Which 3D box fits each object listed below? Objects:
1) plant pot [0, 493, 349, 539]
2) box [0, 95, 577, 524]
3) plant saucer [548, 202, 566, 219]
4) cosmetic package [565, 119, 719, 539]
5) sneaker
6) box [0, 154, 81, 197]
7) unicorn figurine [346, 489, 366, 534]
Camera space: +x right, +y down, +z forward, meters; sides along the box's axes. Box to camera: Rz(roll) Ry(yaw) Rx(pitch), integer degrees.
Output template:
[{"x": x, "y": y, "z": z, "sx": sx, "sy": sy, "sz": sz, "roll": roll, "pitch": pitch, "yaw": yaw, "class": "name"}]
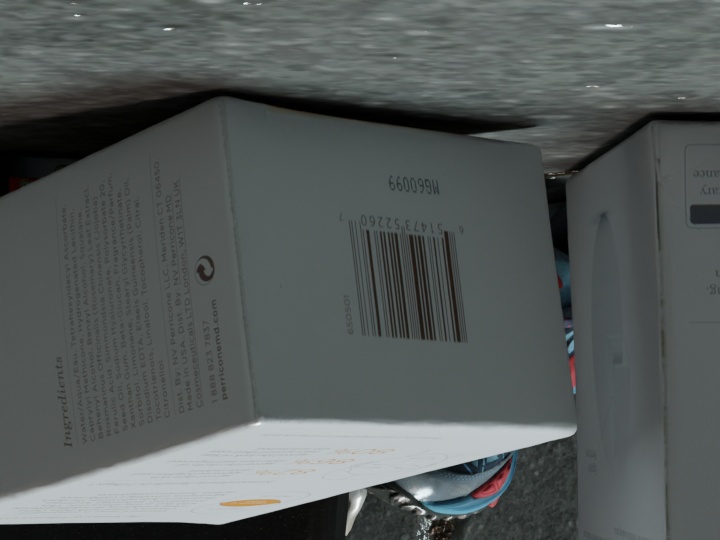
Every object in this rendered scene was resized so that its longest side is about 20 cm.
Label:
[{"x": -0.094, "y": 0.116, "z": 1.093, "sx": 0.199, "sy": 0.178, "sz": 0.200, "roll": 17, "pitch": -177, "yaw": 1, "class": "plant pot"}, {"x": -0.050, "y": 0.024, "z": 0.795, "sx": 0.152, "sy": 0.107, "sz": 0.200, "roll": 5, "pitch": 163, "yaw": -44, "class": "box"}, {"x": 0.172, "y": -0.017, "z": 1.133, "sx": 0.199, "sy": 0.028, "sz": 0.200, "roll": 0, "pitch": 176, "yaw": 0, "class": "plant saucer"}, {"x": 0.152, "y": 0.054, "z": 0.841, "sx": 0.122, "sy": 0.201, "sz": 0.199, "roll": 0, "pitch": 177, "yaw": -3, "class": "cosmetic package"}, {"x": 0.058, "y": 0.028, "z": 0.990, "sx": 0.079, "sy": 0.096, "sz": 0.200, "roll": 29, "pitch": -139, "yaw": 16, "class": "sneaker"}, {"x": -0.141, "y": -0.021, "z": 0.962, "sx": 0.110, "sy": 0.035, "sz": 0.200, "roll": 2, "pitch": 176, "yaw": -31, "class": "box"}, {"x": -0.027, "y": 0.075, "z": 1.204, "sx": 0.199, "sy": 0.138, "sz": 0.074, "roll": 9, "pitch": -168, "yaw": 3, "class": "unicorn figurine"}]
